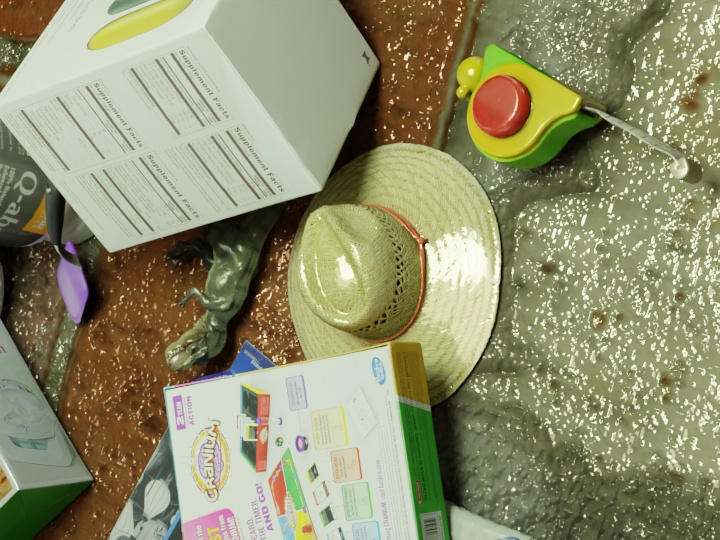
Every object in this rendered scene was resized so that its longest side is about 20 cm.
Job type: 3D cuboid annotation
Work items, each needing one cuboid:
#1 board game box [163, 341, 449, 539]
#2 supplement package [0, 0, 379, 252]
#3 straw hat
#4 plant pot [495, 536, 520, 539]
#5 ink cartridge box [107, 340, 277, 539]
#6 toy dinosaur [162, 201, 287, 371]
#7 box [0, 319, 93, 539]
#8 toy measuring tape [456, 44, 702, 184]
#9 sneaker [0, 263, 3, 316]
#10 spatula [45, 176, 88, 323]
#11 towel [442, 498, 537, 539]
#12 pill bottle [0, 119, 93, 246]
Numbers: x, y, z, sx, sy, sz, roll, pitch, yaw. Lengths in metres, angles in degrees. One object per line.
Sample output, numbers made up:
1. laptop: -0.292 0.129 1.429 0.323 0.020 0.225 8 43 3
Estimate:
1. board game box: -0.040 0.139 1.226 0.200 0.040 0.153 -12 82 33
2. supplement package: -0.123 -0.135 1.282 0.200 0.151 0.152 -15 36 33
3. straw hat: 0.000 0.000 1.244 0.201 0.085 0.201 -7 78 36
4. plant pot: 0.021 0.272 1.071 0.200 0.180 0.200 -22 80 29
5. ink cartridge box: -0.113 0.158 1.328 0.099 0.039 0.200 36 102 36
6. toy dinosaur: -0.105 -0.021 1.354 0.088 0.047 0.200 29 95 33
7. box: -0.345 0.161 1.451 0.200 0.097 0.177 -42 69 23
8. toy measuring tape: 0.132 -0.085 1.174 0.200 0.074 0.074 36 103 35
9. sneaker: -0.335 -0.036 1.510 0.074 0.085 0.200 -5 99 10
10. spatula: -0.231 -0.020 1.382 0.021 0.200 0.057 -18 66 -11
11. towel: 0.088 0.265 1.163 0.200 0.035 0.193 20 94 36
12. pill bottle: -0.294 -0.082 1.402 0.116 0.200 0.116 -7 77 36
